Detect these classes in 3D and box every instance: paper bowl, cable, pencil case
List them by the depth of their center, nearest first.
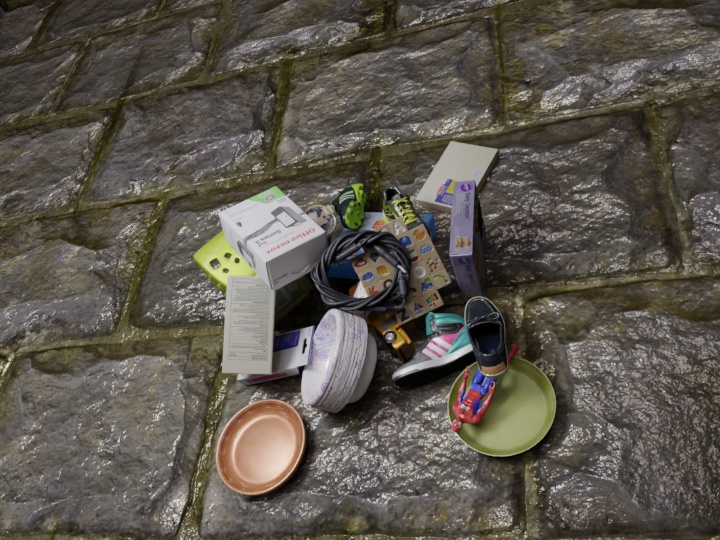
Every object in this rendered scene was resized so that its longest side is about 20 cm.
[{"bbox_3d":[0.000,0.000,1.305,0.199,0.051,0.164,4,91,3],"label":"cable"},{"bbox_3d":[-0.037,0.185,1.315,0.104,0.201,0.201,20,55,-16],"label":"paper bowl"},{"bbox_3d":[-0.098,-0.076,1.506,0.078,0.200,0.090,35,68,9],"label":"pencil case"}]

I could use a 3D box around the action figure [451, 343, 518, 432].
[{"bbox_3d":[0.224,0.215,1.221,0.065,0.052,0.200,23,68,29],"label":"action figure"}]

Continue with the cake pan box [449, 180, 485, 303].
[{"bbox_3d":[0.227,-0.061,1.370,0.052,0.184,0.200,-3,54,16],"label":"cake pan box"}]

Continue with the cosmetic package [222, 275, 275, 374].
[{"bbox_3d":[-0.231,0.112,1.359,0.105,0.071,0.201,5,88,-10],"label":"cosmetic package"}]

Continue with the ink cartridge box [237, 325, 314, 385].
[{"bbox_3d":[-0.179,0.187,1.428,0.200,0.037,0.095,-18,48,31],"label":"ink cartridge box"}]

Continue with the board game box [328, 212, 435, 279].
[{"bbox_3d":[0.047,-0.057,1.485,0.199,0.056,0.196,5,37,26],"label":"board game box"}]

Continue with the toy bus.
[{"bbox_3d":[0.052,0.102,1.402,0.078,0.065,0.200,-37,50,-8],"label":"toy bus"}]

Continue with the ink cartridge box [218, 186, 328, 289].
[{"bbox_3d":[-0.179,-0.071,1.359,0.145,0.084,0.200,-29,49,-23],"label":"ink cartridge box"}]

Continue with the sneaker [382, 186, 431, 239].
[{"bbox_3d":[0.090,-0.118,1.431,0.074,0.085,0.200,-22,34,-11],"label":"sneaker"}]

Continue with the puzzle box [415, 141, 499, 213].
[{"bbox_3d":[0.236,-0.226,1.589,0.133,0.025,0.200,18,65,32],"label":"puzzle box"}]

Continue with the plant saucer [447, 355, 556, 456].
[{"bbox_3d":[0.264,0.255,1.223,0.199,0.031,0.200,-12,51,15],"label":"plant saucer"}]

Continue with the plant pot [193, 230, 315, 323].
[{"bbox_3d":[-0.229,0.008,1.509,0.199,0.200,0.181,-40,58,-9],"label":"plant pot"}]

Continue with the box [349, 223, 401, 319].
[{"bbox_3d":[0.033,0.002,1.361,0.041,0.039,0.200,25,92,24],"label":"box"}]

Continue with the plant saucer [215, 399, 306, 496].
[{"bbox_3d":[-0.199,0.362,1.336,0.200,0.037,0.201,-12,52,16],"label":"plant saucer"}]

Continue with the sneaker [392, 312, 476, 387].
[{"bbox_3d":[0.143,0.148,1.315,0.200,0.084,0.121,-21,55,-3],"label":"sneaker"}]

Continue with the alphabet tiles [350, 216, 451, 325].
[{"bbox_3d":[0.082,0.001,1.331,0.166,0.006,0.200,-26,90,3],"label":"alphabet tiles"}]

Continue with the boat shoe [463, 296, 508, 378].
[{"bbox_3d":[0.236,0.112,1.233,0.074,0.062,0.200,-14,37,11],"label":"boat shoe"}]

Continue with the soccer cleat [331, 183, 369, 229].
[{"bbox_3d":[-0.031,-0.146,1.543,0.081,0.068,0.200,-14,26,17],"label":"soccer cleat"}]
